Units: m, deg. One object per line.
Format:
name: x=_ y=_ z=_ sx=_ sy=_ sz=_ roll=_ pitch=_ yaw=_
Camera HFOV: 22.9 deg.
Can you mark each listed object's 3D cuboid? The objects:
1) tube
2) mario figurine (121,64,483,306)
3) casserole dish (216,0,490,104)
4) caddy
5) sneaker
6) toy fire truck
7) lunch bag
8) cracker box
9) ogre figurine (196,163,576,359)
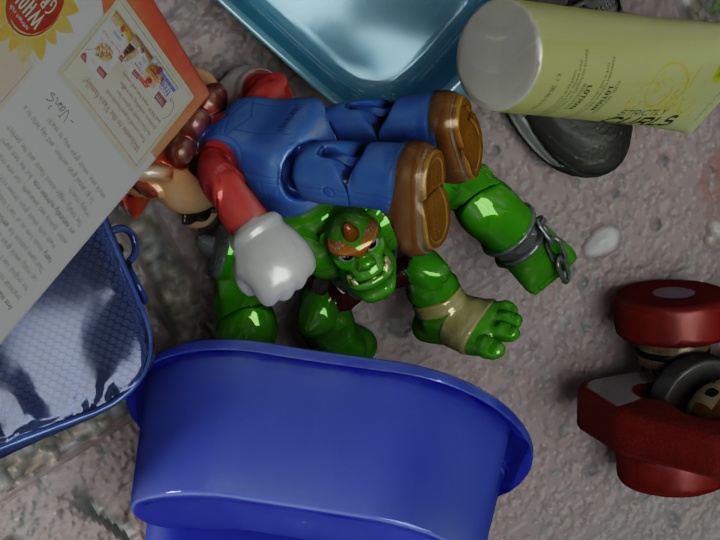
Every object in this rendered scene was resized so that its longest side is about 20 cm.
tube: x=0.130 y=-0.097 z=0.858 sx=0.200 sy=0.058 sz=0.052 roll=-1 pitch=92 yaw=-47
mario figurine: x=-0.044 y=-0.044 z=0.839 sx=0.123 sy=0.199 sz=0.106 roll=-12 pitch=108 yaw=-65
casserole dish: x=-0.011 y=-0.160 z=0.879 sx=0.200 sy=0.039 sz=0.121 roll=41 pitch=94 yaw=-22
caddy: x=-0.019 y=0.093 z=0.848 sx=0.199 sy=0.142 sz=0.105 roll=8 pitch=57 yaw=4
sneaker: x=0.112 y=-0.134 z=0.900 sx=0.075 sy=0.115 sz=0.201 roll=-24 pitch=109 yaw=-16
toy fire truck: x=0.230 y=0.072 z=0.963 sx=0.199 sy=0.168 sz=0.113 roll=-7 pitch=104 yaw=-20
lunch bag: x=-0.190 y=0.023 z=0.808 sx=0.199 sy=0.132 sz=0.136 roll=-21 pitch=90 yaw=-18
cracker box: x=-0.161 y=-0.047 z=0.686 sx=0.200 sy=0.058 sz=0.134 roll=-53 pitch=144 yaw=-18
ogre figurine: x=0.000 y=0.000 z=0.900 sx=0.199 sy=0.098 sz=0.120 roll=-16 pitch=124 yaw=16
